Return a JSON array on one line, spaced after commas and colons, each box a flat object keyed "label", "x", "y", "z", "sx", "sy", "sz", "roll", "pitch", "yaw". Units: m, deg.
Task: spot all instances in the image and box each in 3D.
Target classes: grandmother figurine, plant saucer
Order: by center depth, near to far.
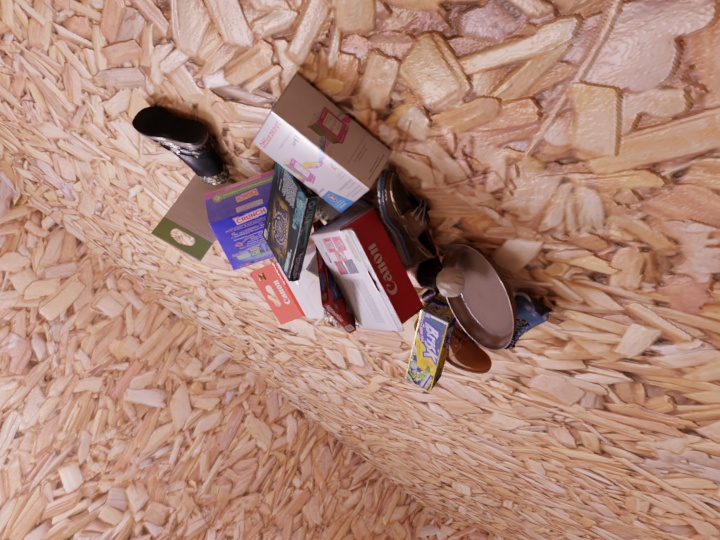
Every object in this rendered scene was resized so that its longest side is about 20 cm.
[{"label": "plant saucer", "x": 0.215, "y": 0.043, "z": 1.262, "sx": 0.200, "sy": 0.032, "sz": 0.204, "roll": 46, "pitch": 149, "yaw": 37}, {"label": "grandmother figurine", "x": 0.122, "y": 0.004, "z": 1.322, "sx": 0.198, "sy": 0.059, "sz": 0.125, "roll": 22, "pitch": 125, "yaw": 55}]

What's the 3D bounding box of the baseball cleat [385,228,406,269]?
[{"label": "baseball cleat", "x": 0.022, "y": -0.027, "z": 1.368, "sx": 0.199, "sy": 0.068, "sz": 0.110, "roll": 12, "pitch": 116, "yaw": 62}]

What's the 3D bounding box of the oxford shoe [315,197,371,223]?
[{"label": "oxford shoe", "x": -0.063, "y": -0.124, "z": 1.362, "sx": 0.196, "sy": 0.059, "sz": 0.076, "roll": 24, "pitch": 159, "yaw": 24}]

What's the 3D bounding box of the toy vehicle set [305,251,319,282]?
[{"label": "toy vehicle set", "x": 0.000, "y": 0.000, "z": 1.442, "sx": 0.197, "sy": 0.126, "sz": 0.027, "roll": 29, "pitch": 159, "yaw": 10}]

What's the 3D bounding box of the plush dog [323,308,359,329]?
[{"label": "plush dog", "x": 0.029, "y": 0.050, "z": 1.542, "sx": 0.167, "sy": 0.166, "sz": 0.199, "roll": 4, "pitch": 177, "yaw": 24}]

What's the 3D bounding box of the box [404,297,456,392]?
[{"label": "box", "x": 0.154, "y": 0.159, "z": 1.532, "sx": 0.069, "sy": 0.064, "sz": 0.204, "roll": 24, "pitch": 128, "yaw": 20}]

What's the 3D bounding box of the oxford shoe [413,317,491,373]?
[{"label": "oxford shoe", "x": 0.209, "y": 0.161, "z": 1.574, "sx": 0.197, "sy": 0.072, "sz": 0.072, "roll": 32, "pitch": 154, "yaw": 5}]

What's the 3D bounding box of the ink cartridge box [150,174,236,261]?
[{"label": "ink cartridge box", "x": -0.346, "y": -0.120, "z": 1.563, "sx": 0.143, "sy": 0.203, "sz": 0.048, "roll": 26, "pitch": 159, "yaw": 15}]

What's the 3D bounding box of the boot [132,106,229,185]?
[{"label": "boot", "x": -0.375, "y": -0.258, "z": 1.490, "sx": 0.199, "sy": 0.075, "sz": 0.155, "roll": 21, "pitch": 158, "yaw": 27}]

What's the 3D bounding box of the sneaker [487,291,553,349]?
[{"label": "sneaker", "x": 0.287, "y": 0.104, "z": 1.311, "sx": 0.077, "sy": 0.090, "sz": 0.200, "roll": 31, "pitch": 159, "yaw": -3}]

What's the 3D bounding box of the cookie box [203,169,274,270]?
[{"label": "cookie box", "x": -0.215, "y": -0.101, "z": 1.464, "sx": 0.201, "sy": 0.167, "sz": 0.077, "roll": 80, "pitch": 170, "yaw": -63}]

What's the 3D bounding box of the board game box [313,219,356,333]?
[{"label": "board game box", "x": -0.049, "y": 0.009, "z": 1.339, "sx": 0.019, "sy": 0.204, "sz": 0.103, "roll": -23, "pitch": 139, "yaw": 16}]

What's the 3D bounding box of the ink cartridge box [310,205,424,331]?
[{"label": "ink cartridge box", "x": 0.021, "y": -0.001, "z": 1.239, "sx": 0.204, "sy": 0.083, "sz": 0.174, "roll": 62, "pitch": 157, "yaw": -13}]

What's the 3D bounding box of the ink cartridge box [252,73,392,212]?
[{"label": "ink cartridge box", "x": -0.067, "y": -0.203, "z": 1.159, "sx": 0.198, "sy": 0.086, "sz": 0.144, "roll": 38, "pitch": 158, "yaw": -10}]

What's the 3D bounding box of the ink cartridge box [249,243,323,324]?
[{"label": "ink cartridge box", "x": -0.143, "y": 0.045, "z": 1.646, "sx": 0.196, "sy": 0.057, "sz": 0.165, "roll": -23, "pitch": 114, "yaw": 14}]

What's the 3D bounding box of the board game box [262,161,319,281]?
[{"label": "board game box", "x": -0.133, "y": -0.099, "z": 1.313, "sx": 0.136, "sy": 0.028, "sz": 0.203, "roll": 56, "pitch": 144, "yaw": 35}]

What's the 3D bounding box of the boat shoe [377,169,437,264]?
[{"label": "boat shoe", "x": 0.085, "y": -0.094, "z": 1.214, "sx": 0.070, "sy": 0.074, "sz": 0.202, "roll": -1, "pitch": 141, "yaw": 24}]
